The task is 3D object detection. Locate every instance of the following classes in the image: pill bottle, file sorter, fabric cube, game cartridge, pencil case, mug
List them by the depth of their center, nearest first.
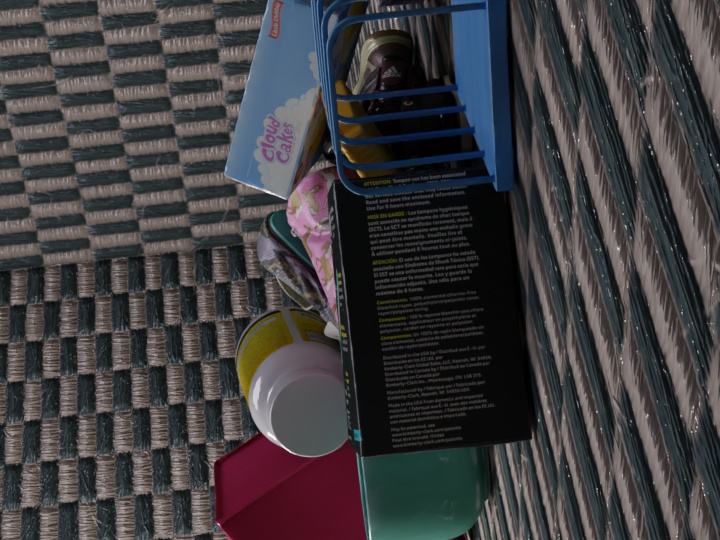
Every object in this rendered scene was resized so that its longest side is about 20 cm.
[{"bbox_3d":[0.033,-0.152,1.275,0.200,0.123,0.139,-103,6,-64],"label":"file sorter"},{"bbox_3d":[0.034,-0.059,1.504,0.200,0.032,0.176,53,-174,-16],"label":"game cartridge"},{"bbox_3d":[0.054,0.158,1.638,0.152,0.114,0.185,88,176,-65],"label":"mug"},{"bbox_3d":[0.000,0.000,1.658,0.200,0.083,0.087,65,146,29],"label":"pencil case"},{"bbox_3d":[-0.062,0.114,1.798,0.200,0.112,0.113,-123,26,-73],"label":"pill bottle"},{"bbox_3d":[-0.022,0.257,1.891,0.199,0.196,0.200,54,-176,-13],"label":"fabric cube"}]

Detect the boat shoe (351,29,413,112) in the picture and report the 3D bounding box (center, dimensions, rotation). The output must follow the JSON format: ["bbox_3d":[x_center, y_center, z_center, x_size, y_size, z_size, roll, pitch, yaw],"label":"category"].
[{"bbox_3d":[0.025,-0.175,1.928,0.200,0.073,0.065,88,180,-57],"label":"boat shoe"}]

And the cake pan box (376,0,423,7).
[{"bbox_3d":[0.034,-0.335,1.607,0.200,0.052,0.184,-117,23,-84],"label":"cake pan box"}]

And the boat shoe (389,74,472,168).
[{"bbox_3d":[0.055,-0.127,1.534,0.201,0.063,0.074,-106,8,-83],"label":"boat shoe"}]

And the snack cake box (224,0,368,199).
[{"bbox_3d":[-0.054,-0.179,1.613,0.115,0.067,0.200,-60,-10,-54],"label":"snack cake box"}]

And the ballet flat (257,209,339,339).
[{"bbox_3d":[-0.025,0.025,1.735,0.200,0.072,0.072,43,165,14],"label":"ballet flat"}]

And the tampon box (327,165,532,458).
[{"bbox_3d":[0.047,0.030,1.333,0.150,0.126,0.200,164,100,-87],"label":"tampon box"}]

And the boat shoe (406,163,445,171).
[{"bbox_3d":[0.054,-0.014,1.705,0.063,0.073,0.200,-95,5,-54],"label":"boat shoe"}]

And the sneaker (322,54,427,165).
[{"bbox_3d":[0.018,-0.156,1.725,0.200,0.076,0.116,12,-101,-71],"label":"sneaker"}]
